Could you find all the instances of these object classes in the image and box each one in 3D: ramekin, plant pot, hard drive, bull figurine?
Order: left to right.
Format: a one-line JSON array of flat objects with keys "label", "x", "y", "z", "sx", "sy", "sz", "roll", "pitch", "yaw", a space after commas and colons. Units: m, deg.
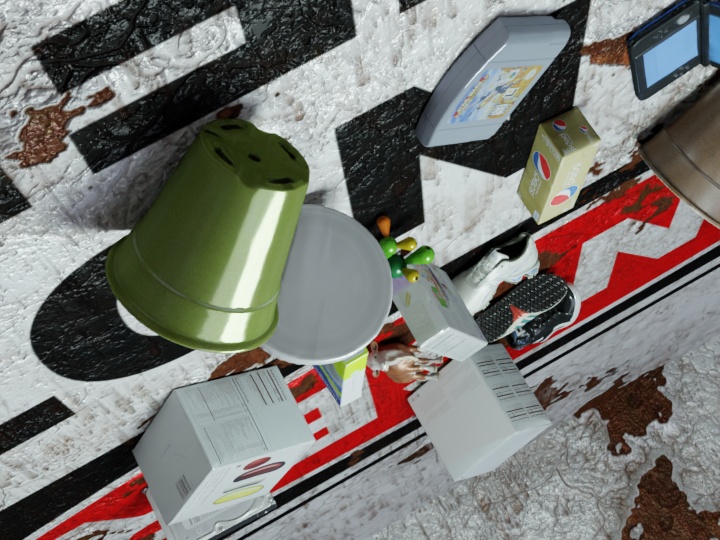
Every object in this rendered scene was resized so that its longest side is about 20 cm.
[{"label": "hard drive", "x": -0.268, "y": 0.405, "z": 2.088, "sx": 0.199, "sy": 0.140, "sz": 0.038, "roll": -26, "pitch": 158, "yaw": -11}, {"label": "plant pot", "x": -0.144, "y": -0.051, "z": 1.234, "sx": 0.199, "sy": 0.200, "sz": 0.190, "roll": -8, "pitch": 136, "yaw": -45}, {"label": "ramekin", "x": -0.067, "y": 0.026, "z": 1.467, "sx": 0.202, "sy": 0.203, "sz": 0.094, "roll": -24, "pitch": 171, "yaw": -17}, {"label": "bull figurine", "x": 0.080, "y": 0.165, "z": 2.106, "sx": 0.121, "sy": 0.066, "sz": 0.200, "roll": 0, "pitch": 170, "yaw": 10}, {"label": "plant pot", "x": 0.576, "y": -0.201, "z": 1.840, "sx": 0.198, "sy": 0.200, "sz": 0.200, "roll": -50, "pitch": 153, "yaw": 23}]

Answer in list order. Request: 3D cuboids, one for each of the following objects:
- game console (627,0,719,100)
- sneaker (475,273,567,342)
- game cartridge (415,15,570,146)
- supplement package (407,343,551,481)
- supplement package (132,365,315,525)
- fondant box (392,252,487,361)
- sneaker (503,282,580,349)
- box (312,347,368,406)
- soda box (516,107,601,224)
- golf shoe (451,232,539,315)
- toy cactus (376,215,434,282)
[{"label": "game console", "x": 0.471, "y": -0.281, "z": 1.599, "sx": 0.170, "sy": 0.119, "sz": 0.200, "roll": -34, "pitch": 158, "yaw": 6}, {"label": "sneaker", "x": 0.299, "y": 0.070, "z": 2.232, "sx": 0.199, "sy": 0.071, "sz": 0.093, "roll": -33, "pitch": 176, "yaw": -1}, {"label": "game cartridge", "x": 0.153, "y": -0.224, "z": 1.417, "sx": 0.133, "sy": 0.042, "sz": 0.200, "roll": -17, "pitch": 155, "yaw": -41}, {"label": "supplement package", "x": 0.244, "y": 0.290, "z": 2.414, "sx": 0.147, "sy": 0.201, "sz": 0.191, "roll": -2, "pitch": 145, "yaw": -51}, {"label": "supplement package", "x": -0.219, "y": 0.277, "z": 1.863, "sx": 0.199, "sy": 0.147, "sz": 0.191, "roll": -10, "pitch": 150, "yaw": -41}, {"label": "fondant box", "x": 0.114, "y": 0.058, "z": 1.830, "sx": 0.058, "sy": 0.145, "sz": 0.200, "roll": -34, "pitch": 158, "yaw": 13}, {"label": "sneaker", "x": 0.356, "y": 0.104, "z": 2.348, "sx": 0.111, "sy": 0.073, "sz": 0.200, "roll": -20, "pitch": 157, "yaw": -31}, {"label": "box", "x": -0.041, "y": 0.127, "z": 1.804, "sx": 0.048, "sy": 0.122, "sz": 0.200, "roll": -28, "pitch": 159, "yaw": -17}, {"label": "soda box", "x": 0.288, "y": -0.150, "z": 1.717, "sx": 0.067, "sy": 0.064, "sz": 0.200, "roll": -25, "pitch": 159, "yaw": -14}, {"label": "golf shoe", "x": 0.208, "y": 0.000, "z": 1.950, "sx": 0.200, "sy": 0.078, "sz": 0.097, "roll": -34, "pitch": 148, "yaw": -15}, {"label": "toy cactus", "x": 0.000, "y": 0.000, "z": 1.659, "sx": 0.199, "sy": 0.103, "sz": 0.165, "roll": -28, "pitch": 177, "yaw": -16}]
